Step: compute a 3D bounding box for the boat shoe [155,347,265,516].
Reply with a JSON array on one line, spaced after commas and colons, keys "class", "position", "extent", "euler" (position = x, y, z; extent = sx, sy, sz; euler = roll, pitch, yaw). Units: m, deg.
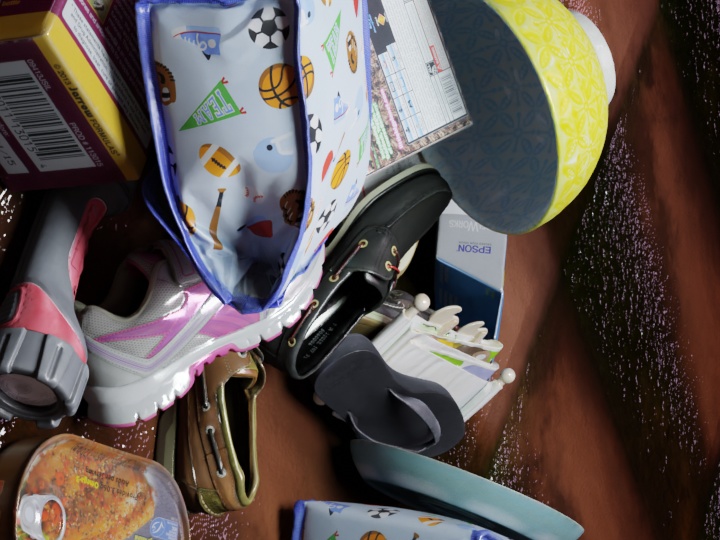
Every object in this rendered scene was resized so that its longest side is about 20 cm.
[{"class": "boat shoe", "position": [-0.096, 0.070, 1.483], "extent": [0.072, 0.067, 0.202], "euler": [16, 71, -61]}]

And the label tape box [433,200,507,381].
[{"class": "label tape box", "position": [0.094, -0.017, 1.837], "extent": [0.143, 0.065, 0.202], "euler": [86, 10, -70]}]

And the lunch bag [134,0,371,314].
[{"class": "lunch bag", "position": [-0.059, -0.093, 1.315], "extent": [0.170, 0.123, 0.202], "euler": [-55, 141, -63]}]

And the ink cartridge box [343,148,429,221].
[{"class": "ink cartridge box", "position": [-0.001, -0.103, 1.652], "extent": [0.199, 0.066, 0.117], "euler": [-16, 94, -39]}]

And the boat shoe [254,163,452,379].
[{"class": "boat shoe", "position": [0.001, 0.002, 1.589], "extent": [0.201, 0.063, 0.074], "euler": [-43, 148, -19]}]

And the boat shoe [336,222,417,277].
[{"class": "boat shoe", "position": [0.026, -0.086, 1.756], "extent": [0.066, 0.071, 0.202], "euler": [57, 42, -52]}]

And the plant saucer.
[{"class": "plant saucer", "position": [0.080, 0.183, 1.694], "extent": [0.200, 0.199, 0.028], "euler": [37, 72, -57]}]

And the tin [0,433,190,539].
[{"class": "tin", "position": [-0.172, 0.169, 1.349], "extent": [0.200, 0.041, 0.113], "euler": [31, 55, -59]}]

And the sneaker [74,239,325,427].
[{"class": "sneaker", "position": [-0.109, 0.015, 1.392], "extent": [0.199, 0.081, 0.089], "euler": [-36, 113, -25]}]

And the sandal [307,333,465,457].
[{"class": "sandal", "position": [0.021, 0.113, 1.677], "extent": [0.200, 0.076, 0.043], "euler": [35, 20, -52]}]

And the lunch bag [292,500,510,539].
[{"class": "lunch bag", "position": [0.058, 0.252, 1.637], "extent": [0.200, 0.169, 0.125], "euler": [22, 79, -59]}]

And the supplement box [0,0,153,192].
[{"class": "supplement box", "position": [-0.176, -0.168, 1.319], "extent": [0.131, 0.102, 0.201], "euler": [60, 36, -43]}]

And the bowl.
[{"class": "bowl", "position": [0.124, -0.137, 1.575], "extent": [0.107, 0.200, 0.202], "euler": [-24, 111, -26]}]

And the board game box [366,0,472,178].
[{"class": "board game box", "position": [-0.039, -0.140, 1.511], "extent": [0.199, 0.096, 0.161], "euler": [-28, 102, -42]}]

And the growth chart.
[{"class": "growth chart", "position": [0.050, 0.090, 1.724], "extent": [0.200, 0.144, 0.018], "euler": [36, 18, -55]}]

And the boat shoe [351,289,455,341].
[{"class": "boat shoe", "position": [0.022, 0.050, 1.739], "extent": [0.200, 0.073, 0.065], "euler": [32, 42, -57]}]

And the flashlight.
[{"class": "flashlight", "position": [-0.181, -0.001, 1.329], "extent": [0.068, 0.067, 0.201], "euler": [95, 8, -53]}]
